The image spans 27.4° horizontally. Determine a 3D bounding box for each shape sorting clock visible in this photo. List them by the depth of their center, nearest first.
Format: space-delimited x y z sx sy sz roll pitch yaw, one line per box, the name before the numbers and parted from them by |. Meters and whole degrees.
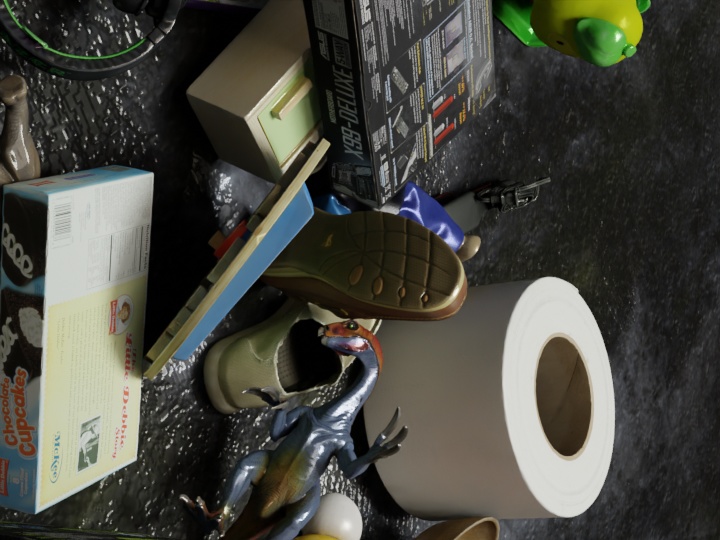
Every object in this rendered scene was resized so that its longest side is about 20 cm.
shape sorting clock | -0.085 -0.010 0.997 0.039 0.200 0.200 41 52 -5

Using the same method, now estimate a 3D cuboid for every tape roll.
tape roll | 0.114 0.112 1.266 0.202 0.139 0.204 15 72 -53

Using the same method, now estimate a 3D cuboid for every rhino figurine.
rhino figurine | -0.254 -0.023 0.856 0.200 0.060 0.088 -57 155 -34

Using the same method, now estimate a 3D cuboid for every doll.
doll | 0.011 -0.049 1.188 0.200 0.048 0.137 39 60 -30

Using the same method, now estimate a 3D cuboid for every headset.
headset | -0.151 -0.215 0.936 0.123 0.094 0.200 38 70 -12

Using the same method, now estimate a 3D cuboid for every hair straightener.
hair straightener | 0.119 -0.055 1.339 0.200 0.077 0.041 -17 104 -52

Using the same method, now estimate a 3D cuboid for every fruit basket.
fruit basket | 0.177 -0.259 1.345 0.215 0.155 0.216 31 52 -49

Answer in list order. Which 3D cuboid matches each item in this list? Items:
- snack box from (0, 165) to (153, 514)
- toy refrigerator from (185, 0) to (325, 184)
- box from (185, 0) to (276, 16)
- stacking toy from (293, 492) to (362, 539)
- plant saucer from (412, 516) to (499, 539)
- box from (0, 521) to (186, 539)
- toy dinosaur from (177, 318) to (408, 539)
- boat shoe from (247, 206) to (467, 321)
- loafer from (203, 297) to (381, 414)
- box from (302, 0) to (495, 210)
snack box | -0.180 0.040 0.931 0.116 0.037 0.201 -22 120 -64
toy refrigerator | -0.031 -0.165 1.094 0.200 0.070 0.076 -50 144 -21
box | -0.102 -0.259 1.073 0.200 0.039 0.137 -4 95 -53
stacking toy | -0.040 0.252 1.128 0.146 0.146 0.200 60 28 -35
plant saucer | 0.041 0.278 1.224 0.200 0.035 0.201 -44 154 -28
box | -0.146 0.184 0.900 0.200 0.193 0.048 19 74 -53
toy dinosaur | -0.052 0.124 1.070 0.105 0.200 0.182 42 56 -3
boat shoe | -0.001 0.000 1.083 0.072 0.200 0.068 -59 139 -21
loafer | -0.036 0.058 1.144 0.200 0.068 0.076 -34 118 -47
box | 0.034 -0.169 1.077 0.158 0.050 0.200 -45 146 -30
